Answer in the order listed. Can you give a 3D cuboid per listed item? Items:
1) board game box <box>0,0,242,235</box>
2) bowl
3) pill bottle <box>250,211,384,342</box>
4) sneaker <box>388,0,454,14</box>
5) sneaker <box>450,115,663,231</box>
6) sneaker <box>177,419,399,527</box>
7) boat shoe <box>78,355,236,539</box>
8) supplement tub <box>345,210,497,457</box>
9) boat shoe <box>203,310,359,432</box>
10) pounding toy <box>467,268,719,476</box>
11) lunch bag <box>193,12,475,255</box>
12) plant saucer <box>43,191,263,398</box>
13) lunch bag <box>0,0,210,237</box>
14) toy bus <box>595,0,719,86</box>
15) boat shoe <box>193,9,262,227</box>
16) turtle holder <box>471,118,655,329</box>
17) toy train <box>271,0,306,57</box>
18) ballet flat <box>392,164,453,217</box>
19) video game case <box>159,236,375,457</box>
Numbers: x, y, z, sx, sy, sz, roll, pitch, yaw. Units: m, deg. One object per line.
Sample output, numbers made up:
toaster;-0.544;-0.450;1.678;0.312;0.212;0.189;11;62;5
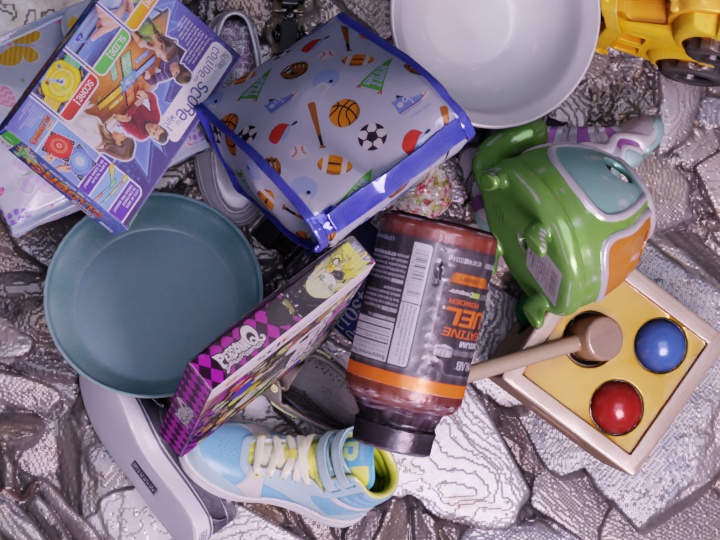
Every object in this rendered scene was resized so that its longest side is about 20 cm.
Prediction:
board game box;-0.205;-0.151;1.403;0.135;0.034;0.201;41;63;-20
bowl;0.108;-0.229;1.467;0.200;0.090;0.202;-1;95;-17
pill bottle;0.000;0.000;1.503;0.200;0.112;0.112;41;85;-5
sneaker;0.033;-0.266;1.524;0.199;0.078;0.141;2;89;-7
sneaker;0.177;-0.133;1.535;0.199;0.078;0.140;-29;93;-7
sneaker;-0.055;0.166;1.467;0.199;0.130;0.080;18;61;-24
boat shoe;-0.185;0.157;1.506;0.068;0.072;0.200;-29;78;-39
supplement tub;0.048;0.055;1.401;0.106;0.107;0.201;12;92;-7
boat shoe;-0.061;0.097;1.521;0.201;0.060;0.072;32;86;-6
pounding toy;0.205;0.079;1.513;0.200;0.142;0.184;36;86;-6
lunch bag;-0.017;-0.107;1.383;0.170;0.200;0.124;-37;127;-12
plant saucer;-0.188;0.026;1.493;0.199;0.036;0.201;1;67;-3
lunch bag;-0.257;-0.145;1.467;0.199;0.127;0.170;-24;94;-13
toy bus;0.267;-0.261;1.499;0.191;0.200;0.137;12;86;1
boat shoe;-0.115;-0.142;1.510;0.072;0.069;0.201;5;89;-7
turtle holder;0.174;-0.049;1.436;0.131;0.185;0.142;-23;119;-16
toy train;-0.068;-0.206;1.518;0.034;0.046;0.201;2;81;-2
ballet flat;0.014;-0.128;1.529;0.076;0.064;0.200;-43;95;-6
video game case;-0.083;0.068;1.383;0.181;0.200;0.036;-38;81;-25
